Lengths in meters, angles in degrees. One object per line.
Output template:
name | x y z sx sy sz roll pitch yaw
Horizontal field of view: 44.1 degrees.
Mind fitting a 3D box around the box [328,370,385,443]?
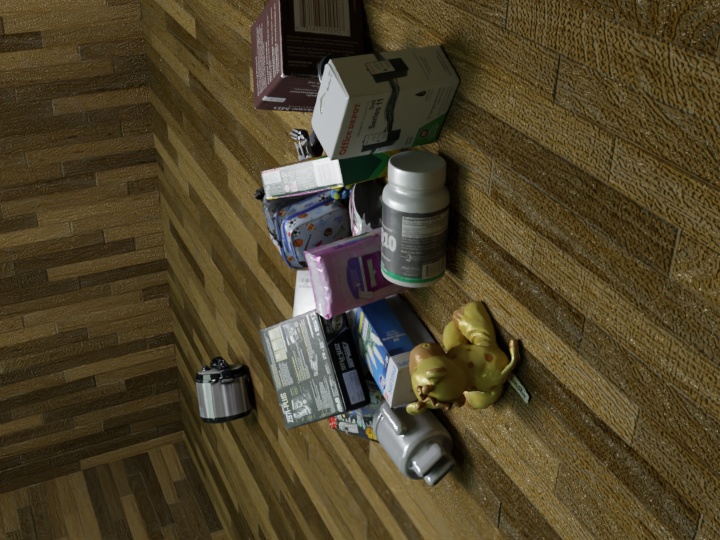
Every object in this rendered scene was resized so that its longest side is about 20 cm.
box | 0.013 0.276 1.826 0.198 0.040 0.140 8 111 40

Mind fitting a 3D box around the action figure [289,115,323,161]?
action figure | -0.094 -0.238 1.765 0.202 0.068 0.132 -71 -22 -48

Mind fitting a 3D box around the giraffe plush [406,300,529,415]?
giraffe plush | 0.144 0.161 1.396 0.200 0.159 0.176 -138 42 -55

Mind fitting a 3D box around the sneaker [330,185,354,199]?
sneaker | -0.024 -0.233 1.729 0.083 0.069 0.203 -127 38 -52

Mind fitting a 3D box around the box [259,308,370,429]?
box | -0.088 0.185 1.713 0.162 0.085 0.204 -22 81 36

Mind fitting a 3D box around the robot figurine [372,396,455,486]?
robot figurine | 0.094 0.305 1.647 0.170 0.113 0.200 52 177 -42

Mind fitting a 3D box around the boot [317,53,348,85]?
boot | -0.021 -0.294 1.556 0.077 0.199 0.167 -62 26 -8

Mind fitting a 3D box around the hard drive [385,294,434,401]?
hard drive | 0.089 0.150 1.678 0.201 0.042 0.137 -127 33 -45

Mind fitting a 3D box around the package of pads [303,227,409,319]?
package of pads | 0.000 0.000 1.613 0.075 0.197 0.123 18 122 58

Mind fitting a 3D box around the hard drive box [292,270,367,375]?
hard drive box | -0.060 0.106 1.810 0.154 0.076 0.204 2 83 36

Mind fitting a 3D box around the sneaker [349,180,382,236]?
sneaker | 0.017 -0.078 1.716 0.086 0.079 0.204 -149 58 -75

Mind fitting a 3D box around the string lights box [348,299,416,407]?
string lights box | 0.045 0.140 1.645 0.201 0.058 0.104 -122 30 -42

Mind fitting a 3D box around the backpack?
backpack | -0.105 -0.097 1.856 0.192 0.197 0.155 87 160 -54

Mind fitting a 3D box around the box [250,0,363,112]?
box | -0.102 -0.405 1.662 0.200 0.163 0.168 161 107 -68

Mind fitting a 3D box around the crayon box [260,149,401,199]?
crayon box | -0.050 -0.179 1.591 0.198 0.171 0.059 -5 101 42

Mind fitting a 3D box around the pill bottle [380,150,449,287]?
pill bottle | 0.090 -0.085 1.466 0.113 0.111 0.203 -136 40 -53

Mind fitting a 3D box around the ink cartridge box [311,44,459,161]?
ink cartridge box | 0.036 -0.261 1.390 0.084 0.197 0.147 64 154 28

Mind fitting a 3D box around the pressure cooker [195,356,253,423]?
pressure cooker | -0.448 0.382 2.892 0.173 0.178 0.204 -8 92 25
